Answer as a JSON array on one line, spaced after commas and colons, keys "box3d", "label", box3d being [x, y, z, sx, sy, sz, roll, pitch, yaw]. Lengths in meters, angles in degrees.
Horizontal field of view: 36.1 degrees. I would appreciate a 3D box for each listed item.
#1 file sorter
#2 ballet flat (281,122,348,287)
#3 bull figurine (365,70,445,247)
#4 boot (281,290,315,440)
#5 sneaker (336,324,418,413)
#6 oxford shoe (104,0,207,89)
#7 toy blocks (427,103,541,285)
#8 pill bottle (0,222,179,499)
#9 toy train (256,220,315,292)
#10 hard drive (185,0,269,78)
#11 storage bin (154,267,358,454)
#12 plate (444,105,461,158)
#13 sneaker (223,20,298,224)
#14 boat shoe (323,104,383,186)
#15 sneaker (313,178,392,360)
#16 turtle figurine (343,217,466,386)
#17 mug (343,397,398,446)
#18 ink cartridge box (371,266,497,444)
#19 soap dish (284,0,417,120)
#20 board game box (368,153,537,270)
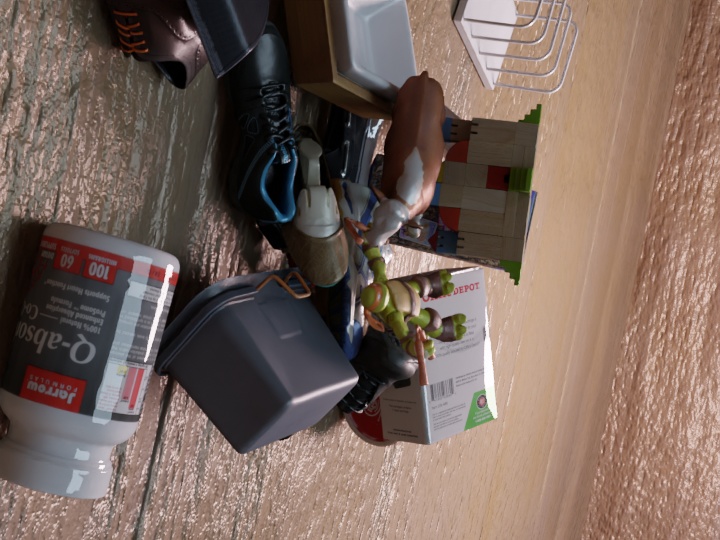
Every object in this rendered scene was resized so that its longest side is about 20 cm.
[{"box3d": [0.239, -0.375, 1.655, 0.200, 0.123, 0.141, 45, 60, -60], "label": "file sorter"}, {"box3d": [-0.050, -0.079, 1.150, 0.073, 0.066, 0.202, 102, -17, -47], "label": "ballet flat"}, {"box3d": [0.050, -0.105, 1.158, 0.122, 0.064, 0.203, 100, 5, -71], "label": "bull figurine"}, {"box3d": [-0.051, 0.091, 1.332, 0.199, 0.065, 0.178, -26, 125, -61], "label": "boot"}, {"box3d": [0.009, 0.117, 1.237, 0.091, 0.075, 0.200, -56, -175, -15], "label": "sneaker"}, {"box3d": [-0.177, -0.214, 0.918, 0.074, 0.070, 0.200, -68, 154, -7], "label": "oxford shoe"}, {"box3d": [0.125, -0.092, 1.245, 0.100, 0.134, 0.204, 5, 92, -80], "label": "toy blocks"}, {"box3d": [-0.224, 0.072, 0.894, 0.116, 0.114, 0.204, 23, 80, -64], "label": "pill bottle"}, {"box3d": [-0.060, -0.006, 1.237, 0.201, 0.034, 0.046, 54, 40, -37], "label": "toy train"}, {"box3d": [-0.117, -0.259, 0.932, 0.201, 0.042, 0.137, -89, 163, -59], "label": "hard drive"}, {"box3d": [-0.089, 0.087, 1.100, 0.146, 0.135, 0.199, -45, 166, 21], "label": "storage bin"}, {"box3d": [0.119, -0.170, 1.443, 0.032, 0.199, 0.200, -48, 152, 1], "label": "plate"}, {"box3d": [-0.088, -0.145, 1.101, 0.072, 0.082, 0.204, -14, 116, -31], "label": "sneaker"}, {"box3d": [-0.027, -0.120, 1.283, 0.067, 0.071, 0.204, 19, 83, -29], "label": "boat shoe"}, {"box3d": [0.000, 0.000, 1.207, 0.087, 0.075, 0.204, 8, 76, -32], "label": "sneaker"}, {"box3d": [0.048, 0.042, 1.156, 0.064, 0.202, 0.160, -40, 152, 25], "label": "turtle figurine"}, {"box3d": [0.063, 0.137, 1.544, 0.199, 0.132, 0.181, -26, 105, -53], "label": "mug"}, {"box3d": [0.094, 0.103, 1.413, 0.145, 0.083, 0.204, -10, 97, -44], "label": "ink cartridge box"}, {"box3d": [-0.011, -0.251, 1.189, 0.199, 0.080, 0.160, 11, 70, -65], "label": "soap dish"}, {"box3d": [0.100, -0.068, 1.361, 0.159, 0.196, 0.099, -137, -120, -88], "label": "board game box"}]
